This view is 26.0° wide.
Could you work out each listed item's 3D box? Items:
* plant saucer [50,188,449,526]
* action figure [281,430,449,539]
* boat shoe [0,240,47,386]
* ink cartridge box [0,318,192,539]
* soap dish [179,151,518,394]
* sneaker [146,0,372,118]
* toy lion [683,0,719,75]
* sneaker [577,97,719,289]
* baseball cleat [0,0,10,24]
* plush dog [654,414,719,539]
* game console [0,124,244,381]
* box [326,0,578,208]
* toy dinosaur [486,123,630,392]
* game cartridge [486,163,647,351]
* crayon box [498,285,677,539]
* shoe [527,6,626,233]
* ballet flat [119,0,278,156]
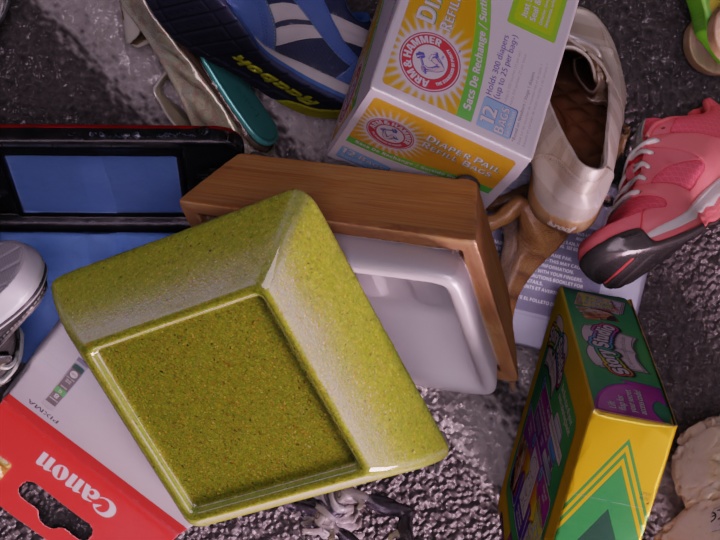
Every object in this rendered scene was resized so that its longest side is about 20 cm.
[{"bbox_3d":[-0.076,0.072,0.954,0.198,0.048,0.201,-18,113,26],"label":"plant saucer"},{"bbox_3d":[-0.004,0.148,1.068,0.119,0.102,0.201,-42,53,27],"label":"action figure"},{"bbox_3d":[-0.256,0.044,1.035,0.071,0.073,0.199,37,135,-25],"label":"boat shoe"},{"bbox_3d":[-0.168,0.118,1.054,0.160,0.050,0.200,38,104,-9],"label":"ink cartridge box"},{"bbox_3d":[0.000,0.000,0.997,0.198,0.158,0.082,9,59,22],"label":"soap dish"},{"bbox_3d":[-0.063,-0.171,1.026,0.199,0.073,0.083,29,73,-45],"label":"sneaker"},{"bbox_3d":[0.279,-0.245,1.079,0.191,0.069,0.201,-40,94,-7],"label":"toy lion"},{"bbox_3d":[0.200,-0.056,1.053,0.199,0.074,0.087,-29,79,-38],"label":"sneaker"},{"bbox_3d":[-0.335,-0.207,1.055,0.198,0.070,0.107,25,85,-13],"label":"baseball cleat"},{"bbox_3d":[0.266,0.227,1.075,0.171,0.160,0.200,38,93,-31],"label":"plush dog"},{"bbox_3d":[-0.175,-0.009,1.045,0.197,0.173,0.120,0,67,-3],"label":"game console"},{"bbox_3d":[0.067,-0.153,0.985,0.111,0.101,0.202,22,66,-9],"label":"box"},{"bbox_3d":[0.113,-0.027,1.048,0.106,0.060,0.201,30,92,-5],"label":"toy dinosaur"},{"bbox_3d":[0.104,-0.017,1.094,0.198,0.041,0.135,14,96,-3],"label":"game cartridge"},{"bbox_3d":[0.141,0.128,1.002,0.058,0.200,0.174,13,110,-3],"label":"crayon box"},{"bbox_3d":[0.145,-0.113,1.024,0.069,0.054,0.201,10,49,-2],"label":"shoe"},{"bbox_3d":[-0.129,-0.152,1.064,0.062,0.067,0.201,-27,92,28],"label":"ballet flat"}]
